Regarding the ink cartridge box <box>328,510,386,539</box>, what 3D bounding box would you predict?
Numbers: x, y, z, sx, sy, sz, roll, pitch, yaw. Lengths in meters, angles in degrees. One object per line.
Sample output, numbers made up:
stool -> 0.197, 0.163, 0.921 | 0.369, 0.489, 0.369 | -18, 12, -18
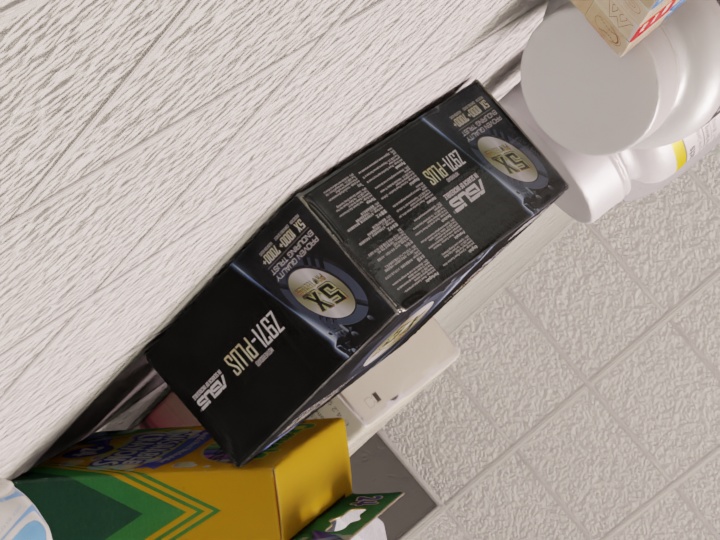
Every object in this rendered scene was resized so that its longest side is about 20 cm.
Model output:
ink cartridge box -> -0.104, 0.178, 1.757 | 0.199, 0.041, 0.200 | -23, 147, 13

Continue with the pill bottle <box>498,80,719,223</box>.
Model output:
pill bottle -> 0.185, -0.128, 1.693 | 0.200, 0.114, 0.114 | -40, 176, -9

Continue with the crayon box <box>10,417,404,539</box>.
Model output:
crayon box -> -0.088, 0.126, 1.595 | 0.199, 0.052, 0.126 | -4, -171, 19

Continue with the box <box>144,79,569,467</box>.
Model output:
box -> 0.000, 0.000, 1.544 | 0.164, 0.086, 0.200 | -45, 174, 38

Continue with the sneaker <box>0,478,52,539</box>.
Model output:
sneaker -> -0.243, 0.189, 1.434 | 0.200, 0.073, 0.072 | -38, 177, -21

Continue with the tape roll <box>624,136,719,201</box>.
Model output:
tape roll -> 0.235, -0.144, 1.962 | 0.200, 0.066, 0.200 | -40, 163, -14

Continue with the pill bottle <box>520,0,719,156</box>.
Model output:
pill bottle -> 0.166, -0.131, 1.511 | 0.111, 0.111, 0.200 | -44, 175, 35

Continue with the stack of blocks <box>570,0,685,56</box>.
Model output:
stack of blocks -> 0.165, -0.184, 1.319 | 0.115, 0.059, 0.200 | -40, 175, -10

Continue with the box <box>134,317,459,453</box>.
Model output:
box -> -0.051, 0.089, 1.827 | 0.200, 0.109, 0.128 | -44, 174, 39
